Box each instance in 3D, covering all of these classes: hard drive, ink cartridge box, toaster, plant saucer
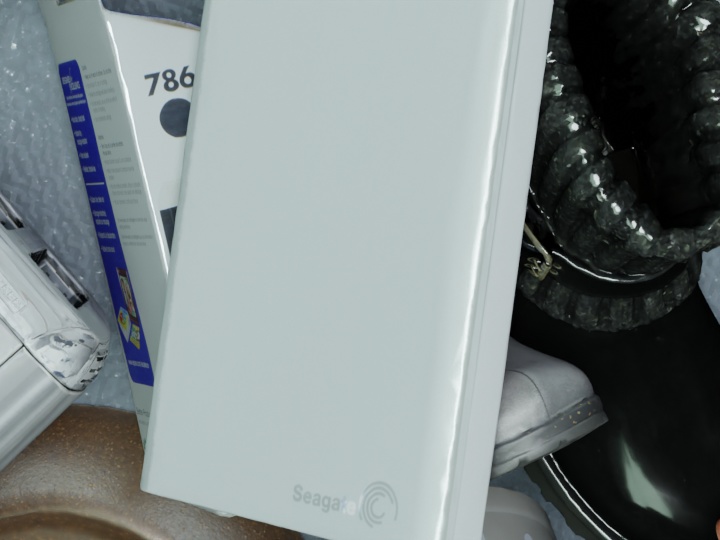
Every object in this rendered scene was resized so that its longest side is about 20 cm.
[{"bbox_3d":[-0.005,-0.020,0.830,0.132,0.026,0.201,9,91,43],"label":"hard drive"},{"bbox_3d":[-0.067,-0.019,0.929,0.039,0.099,0.201,-15,96,-16],"label":"ink cartridge box"},{"bbox_3d":[-0.162,0.032,0.930,0.129,0.200,0.114,-40,92,-1],"label":"toaster"},{"bbox_3d":[-0.107,0.151,1.007,0.199,0.037,0.201,2,100,11],"label":"plant saucer"}]

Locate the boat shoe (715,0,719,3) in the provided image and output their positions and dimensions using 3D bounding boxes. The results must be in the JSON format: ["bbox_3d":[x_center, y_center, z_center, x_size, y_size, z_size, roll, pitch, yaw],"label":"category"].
[{"bbox_3d":[0.171,-0.059,0.844,0.091,0.071,0.201,-10,107,37],"label":"boat shoe"}]

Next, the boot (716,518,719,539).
[{"bbox_3d":[0.157,0.058,0.834,0.107,0.075,0.201,5,101,33],"label":"boot"}]

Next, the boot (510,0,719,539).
[{"bbox_3d":[0.094,0.007,0.869,0.079,0.158,0.211,-38,91,-27],"label":"boot"}]

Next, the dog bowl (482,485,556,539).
[{"bbox_3d":[-0.006,0.157,0.901,0.200,0.200,0.059,-42,62,16],"label":"dog bowl"}]

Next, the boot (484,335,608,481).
[{"bbox_3d":[0.000,0.000,0.883,0.070,0.200,0.132,-21,101,-25],"label":"boot"}]
